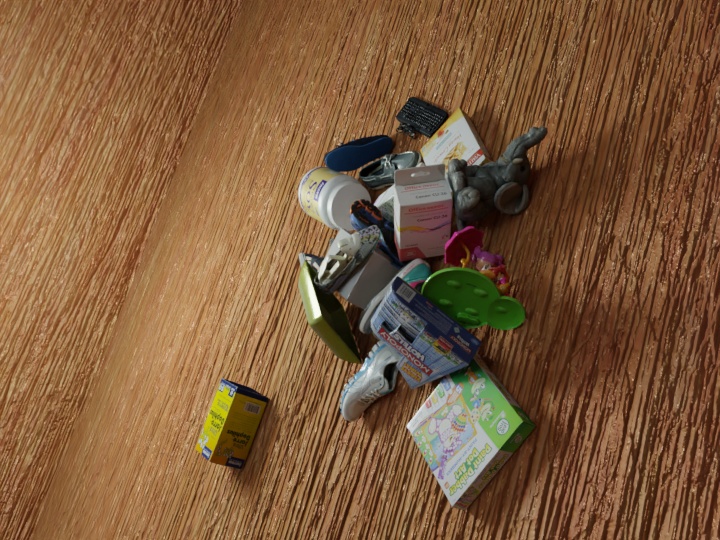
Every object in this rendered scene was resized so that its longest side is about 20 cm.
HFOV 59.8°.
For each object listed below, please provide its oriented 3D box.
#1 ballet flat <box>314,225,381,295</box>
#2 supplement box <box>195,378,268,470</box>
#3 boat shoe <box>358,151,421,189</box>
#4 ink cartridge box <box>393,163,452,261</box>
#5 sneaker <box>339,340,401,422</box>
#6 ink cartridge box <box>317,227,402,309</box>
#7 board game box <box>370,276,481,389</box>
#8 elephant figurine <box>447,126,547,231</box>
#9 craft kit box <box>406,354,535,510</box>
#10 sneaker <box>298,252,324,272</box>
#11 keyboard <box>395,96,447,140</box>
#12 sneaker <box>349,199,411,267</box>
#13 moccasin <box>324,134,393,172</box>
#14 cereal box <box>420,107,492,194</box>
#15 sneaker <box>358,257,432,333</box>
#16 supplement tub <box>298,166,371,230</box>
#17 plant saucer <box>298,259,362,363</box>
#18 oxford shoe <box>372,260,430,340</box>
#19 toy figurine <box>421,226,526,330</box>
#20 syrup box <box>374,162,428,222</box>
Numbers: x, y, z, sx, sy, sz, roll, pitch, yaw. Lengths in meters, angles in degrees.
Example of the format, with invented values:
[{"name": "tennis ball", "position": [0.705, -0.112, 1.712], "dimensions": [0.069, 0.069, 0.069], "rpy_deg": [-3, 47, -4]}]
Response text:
[{"name": "ballet flat", "position": [-0.036, -0.028, 1.387], "dimensions": [0.201, 0.071, 0.073], "rpy_deg": [-49, 37, 20]}, {"name": "supplement box", "position": [-0.350, 0.417, 1.704], "dimensions": [0.108, 0.108, 0.205], "rpy_deg": [7, 75, 54]}, {"name": "boat shoe", "position": [0.073, -0.265, 1.622], "dimensions": [0.198, 0.061, 0.075], "rpy_deg": [-17, 55, 47]}, {"name": "ink cartridge box", "position": [0.130, -0.119, 1.316], "dimensions": [0.113, 0.203, 0.069], "rpy_deg": [-9, 46, -3]}, {"name": "sneaker", "position": [0.028, 0.250, 1.349], "dimensions": [0.203, 0.074, 0.086], "rpy_deg": [-59, 41, 7]}, {"name": "ink cartridge box", "position": [0.000, 0.000, 1.493], "dimensions": [0.127, 0.127, 0.200], "rpy_deg": [-59, 34, 6]}, {"name": "board game box", "position": [0.104, 0.139, 1.206], "dimensions": [0.062, 0.198, 0.201], "rpy_deg": [-47, -10, -35]}, {"name": "elephant figurine", "position": [0.280, -0.178, 1.251], "dimensions": [0.195, 0.155, 0.145], "rpy_deg": [-15, 83, 2]}, {"name": "craft kit box", "position": [0.191, 0.283, 1.135], "dimensions": [0.202, 0.048, 0.198], "rpy_deg": [-55, 38, 14]}, {"name": "sneaker", "position": [-0.121, 0.002, 1.702], "dimensions": [0.077, 0.080, 0.201], "rpy_deg": [-15, 24, -7]}, {"name": "keyboard", "position": [0.144, -0.398, 1.635], "dimensions": [0.105, 0.039, 0.200], "rpy_deg": [-57, 34, 9]}, {"name": "sneaker", "position": [0.053, -0.081, 1.457], "dimensions": [0.075, 0.200, 0.079], "rpy_deg": [-42, -7, -24]}, {"name": "moccasin", "position": [-0.007, -0.317, 1.698], "dimensions": [0.068, 0.195, 0.082], "rpy_deg": [-130, 28, -59]}, {"name": "cereal box", "position": [0.218, -0.262, 1.448], "dimensions": [0.144, 0.039, 0.203], "rpy_deg": [-45, 39, 28]}, {"name": "sneaker", "position": [0.096, 0.086, 1.320], "dimensions": [0.200, 0.083, 0.121], "rpy_deg": [-46, 64, 4]}, {"name": "supplement tub", "position": [-0.070, -0.193, 1.692], "dimensions": [0.199, 0.144, 0.148], "rpy_deg": [31, 93, 56]}, {"name": "plant saucer", "position": [-0.081, 0.107, 1.464], "dimensions": [0.047, 0.201, 0.202], "rpy_deg": [-29, 42, 8]}, {"name": "oxford shoe", "position": [0.089, 0.064, 1.395], "dimensions": [0.074, 0.058, 0.203], "rpy_deg": [31, 94, 10]}, {"name": "toy figurine", "position": [0.225, -0.001, 1.203], "dimensions": [0.152, 0.195, 0.186], "rpy_deg": [104, -177, -45]}, {"name": "syrup box", "position": [0.100, -0.158, 1.450], "dimensions": [0.082, 0.078, 0.199], "rpy_deg": [-56, 13, -31]}]
